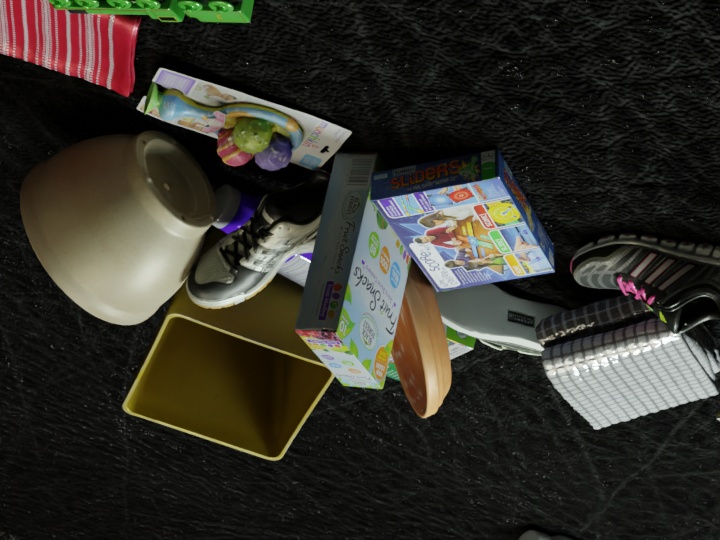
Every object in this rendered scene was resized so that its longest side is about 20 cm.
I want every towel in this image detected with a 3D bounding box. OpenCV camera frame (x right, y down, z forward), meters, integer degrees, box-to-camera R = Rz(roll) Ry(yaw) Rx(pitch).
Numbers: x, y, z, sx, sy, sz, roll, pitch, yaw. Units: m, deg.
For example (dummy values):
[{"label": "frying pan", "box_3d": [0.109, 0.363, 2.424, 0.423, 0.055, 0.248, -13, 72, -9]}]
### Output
[{"label": "towel", "box_3d": [0.301, 0.090, 1.819, 0.165, 0.086, 0.200, -19, 150, 20]}, {"label": "towel", "box_3d": [-0.305, -0.230, 1.557, 0.198, 0.023, 0.145, 17, 157, -5]}]

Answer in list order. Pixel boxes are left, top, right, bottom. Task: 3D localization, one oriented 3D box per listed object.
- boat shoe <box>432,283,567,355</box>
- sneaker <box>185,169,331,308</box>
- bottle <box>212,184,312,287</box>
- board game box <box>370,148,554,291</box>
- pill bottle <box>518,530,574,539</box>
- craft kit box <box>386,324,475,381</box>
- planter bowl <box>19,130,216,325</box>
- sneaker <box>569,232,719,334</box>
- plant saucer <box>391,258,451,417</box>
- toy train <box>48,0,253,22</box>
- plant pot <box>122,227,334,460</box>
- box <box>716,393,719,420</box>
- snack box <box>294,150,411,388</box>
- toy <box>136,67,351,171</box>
[{"label": "boat shoe", "box_3d": [0.151, 0.057, 1.886, 0.199, 0.071, 0.064, 20, 156, -18]}, {"label": "sneaker", "box_3d": [-0.102, -0.040, 1.715, 0.076, 0.199, 0.088, 51, 169, 28]}, {"label": "bottle", "box_3d": [-0.080, -0.031, 1.825, 0.199, 0.066, 0.083, 29, 155, -30]}, {"label": "board game box", "box_3d": [0.107, -0.047, 1.677, 0.134, 0.035, 0.200, -9, 149, 19]}, {"label": "pill bottle", "box_3d": [0.357, 0.512, 2.764, 0.199, 0.114, 0.113, 23, 156, -20]}, {"label": "craft kit box", "box_3d": [0.015, 0.066, 2.029, 0.196, 0.049, 0.200, 25, 155, -17]}, {"label": "planter bowl", "box_3d": [-0.236, -0.062, 1.721, 0.134, 0.201, 0.200, -32, 135, 25]}, {"label": "sneaker", "box_3d": [0.306, 0.019, 1.679, 0.198, 0.088, 0.074, 6, 156, 21]}, {"label": "plant saucer", "box_3d": [0.060, 0.062, 1.825, 0.037, 0.201, 0.200, -13, 159, -9]}, {"label": "toy train", "box_3d": [-0.185, -0.241, 1.440, 0.198, 0.042, 0.056, 5, 166, 21]}, {"label": "plant pot", "box_3d": [-0.143, 0.071, 1.917, 0.199, 0.177, 0.200, 19, 137, -13]}, {"label": "box", "box_3d": [0.459, 0.059, 1.545, 0.121, 0.194, 0.200, 27, 155, -27]}, {"label": "snack box", "box_3d": [0.000, 0.000, 1.675, 0.053, 0.201, 0.142, 2, 154, 24]}, {"label": "toy", "box_3d": [-0.122, -0.134, 1.635, 0.199, 0.048, 0.115, 21, 158, -13]}]
